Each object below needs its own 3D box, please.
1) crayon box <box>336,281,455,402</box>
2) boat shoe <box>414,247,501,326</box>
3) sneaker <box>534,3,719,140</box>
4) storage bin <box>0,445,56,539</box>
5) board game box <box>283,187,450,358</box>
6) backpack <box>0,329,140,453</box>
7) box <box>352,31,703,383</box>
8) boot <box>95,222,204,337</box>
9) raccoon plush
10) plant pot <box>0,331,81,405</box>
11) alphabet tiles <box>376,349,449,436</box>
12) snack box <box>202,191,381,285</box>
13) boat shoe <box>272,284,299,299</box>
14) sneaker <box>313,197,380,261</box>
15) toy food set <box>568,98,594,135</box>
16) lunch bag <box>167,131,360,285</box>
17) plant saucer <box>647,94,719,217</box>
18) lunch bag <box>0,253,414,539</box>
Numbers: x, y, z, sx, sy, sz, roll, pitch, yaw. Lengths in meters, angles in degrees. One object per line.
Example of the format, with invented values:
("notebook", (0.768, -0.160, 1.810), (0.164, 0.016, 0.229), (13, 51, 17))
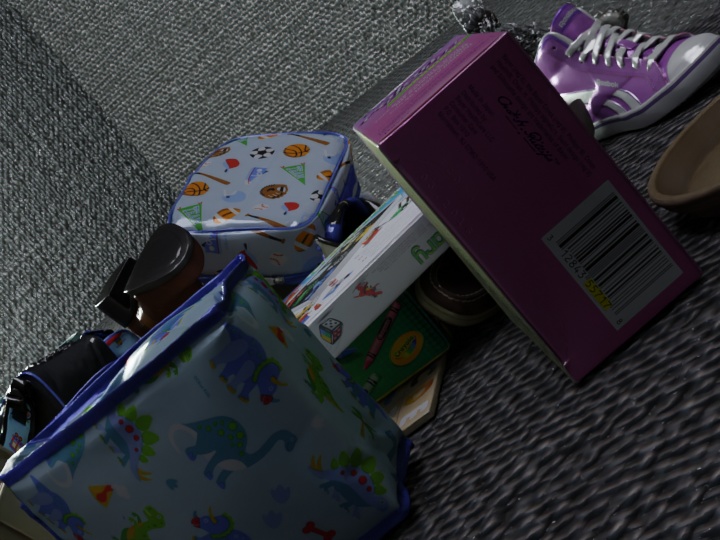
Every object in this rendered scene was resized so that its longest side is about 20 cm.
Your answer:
("crayon box", (-0.017, 0.070, 1.065), (0.200, 0.058, 0.119), (-38, 10, 20))
("boat shoe", (0.106, -0.038, 1.015), (0.200, 0.072, 0.072), (-42, -23, -40))
("sneaker", (0.211, -0.177, 1.154), (0.073, 0.114, 0.200), (-44, 11, -26))
("storage bin", (-0.267, 0.220, 1.026), (0.200, 0.198, 0.094), (-30, 31, 49))
("board game box", (0.018, -0.013, 1.008), (0.200, 0.035, 0.126), (-44, 11, -6))
("backpack", (-0.237, 0.172, 1.205), (0.134, 0.183, 0.200), (-39, -7, -48))
("box", (0.092, -0.047, 0.849), (0.097, 0.176, 0.200), (-41, 9, 2))
("boot", (-0.108, 0.052, 1.159), (0.188, 0.199, 0.069), (-34, 27, 54))
("raccoon plush", (0.185, -0.242, 1.388), (0.134, 0.201, 0.097), (-38, -22, 11))
("plant pot", (-0.299, 0.186, 1.373), (0.200, 0.161, 0.201), (-41, 7, 7))
("alphabet tiles", (-0.005, 0.119, 1.000), (0.167, 0.008, 0.200), (-38, 10, 20))
("snack box", (-0.070, -0.020, 1.318), (0.199, 0.024, 0.072), (-21, 29, -11))
("boat shoe", (-0.019, 0.018, 1.319), (0.200, 0.063, 0.071), (-33, 22, -37))
("sneaker", (0.000, 0.000, 1.182), (0.199, 0.115, 0.081), (-30, 14, 49))
("toy food set", (0.110, -0.077, 1.244), (0.143, 0.060, 0.200), (-45, 8, -21))
("lunch bag", (-0.082, -0.056, 1.287), (0.159, 0.076, 0.200), (0, 33, 14))
("plant saucer", (0.263, -0.098, 0.850), (0.200, 0.029, 0.200), (-41, 9, 8))
("lunch bag", (-0.092, 0.121, 0.839), (0.200, 0.170, 0.128), (-41, 10, 13))
